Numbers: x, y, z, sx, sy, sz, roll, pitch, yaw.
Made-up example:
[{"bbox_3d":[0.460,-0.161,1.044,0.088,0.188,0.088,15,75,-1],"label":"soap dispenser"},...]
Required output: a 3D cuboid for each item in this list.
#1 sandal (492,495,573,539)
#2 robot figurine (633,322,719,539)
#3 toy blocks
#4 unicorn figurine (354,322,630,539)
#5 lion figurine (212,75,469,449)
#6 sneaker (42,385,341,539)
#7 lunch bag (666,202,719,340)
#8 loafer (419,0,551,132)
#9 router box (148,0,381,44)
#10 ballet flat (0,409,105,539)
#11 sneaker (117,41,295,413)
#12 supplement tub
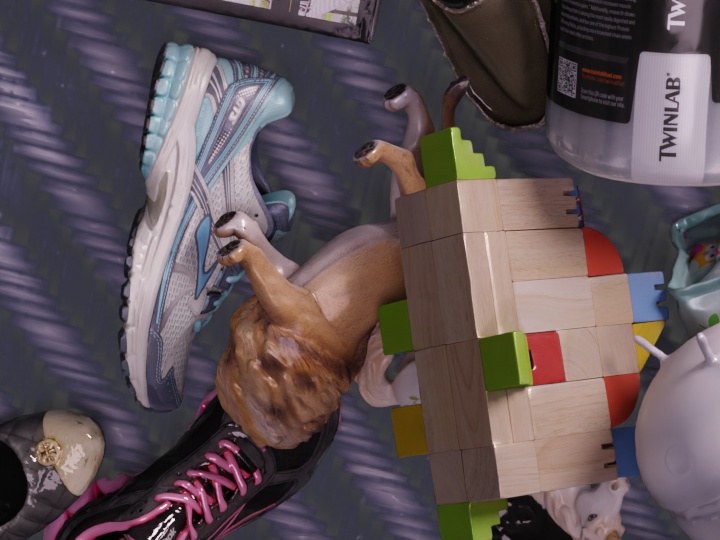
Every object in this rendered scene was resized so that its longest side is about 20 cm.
[{"bbox_3d":[0.132,0.196,1.046,0.200,0.045,0.075,39,101,-9],"label":"sandal"},{"bbox_3d":[0.209,0.101,0.872,0.200,0.170,0.113,46,64,-10],"label":"robot figurine"},{"bbox_3d":[0.094,0.032,0.916,0.136,0.100,0.201,-4,83,-37],"label":"toy blocks"},{"bbox_3d":[0.089,0.068,1.003,0.199,0.074,0.138,20,103,16],"label":"unicorn figurine"},{"bbox_3d":[0.000,0.000,0.945,0.200,0.072,0.123,-34,114,2],"label":"lion figurine"},{"bbox_3d":[-0.093,0.126,1.006,0.200,0.095,0.079,-37,99,9],"label":"sneaker"},{"bbox_3d":[0.281,0.025,0.947,0.200,0.122,0.171,-22,107,19],"label":"lunch bag"},{"bbox_3d":[0.051,-0.142,0.910,0.075,0.070,0.200,3,134,33],"label":"loafer"},{"bbox_3d":[-0.048,-0.228,0.926,0.149,0.051,0.201,11,105,0],"label":"router box"},{"bbox_3d":[-0.233,0.131,1.022,0.200,0.057,0.067,-23,75,7],"label":"ballet flat"},{"bbox_3d":[-0.080,-0.016,0.975,0.086,0.078,0.201,8,106,-5],"label":"sneaker"},{"bbox_3d":[0.152,-0.149,0.873,0.122,0.123,0.201,1,110,1],"label":"supplement tub"}]
